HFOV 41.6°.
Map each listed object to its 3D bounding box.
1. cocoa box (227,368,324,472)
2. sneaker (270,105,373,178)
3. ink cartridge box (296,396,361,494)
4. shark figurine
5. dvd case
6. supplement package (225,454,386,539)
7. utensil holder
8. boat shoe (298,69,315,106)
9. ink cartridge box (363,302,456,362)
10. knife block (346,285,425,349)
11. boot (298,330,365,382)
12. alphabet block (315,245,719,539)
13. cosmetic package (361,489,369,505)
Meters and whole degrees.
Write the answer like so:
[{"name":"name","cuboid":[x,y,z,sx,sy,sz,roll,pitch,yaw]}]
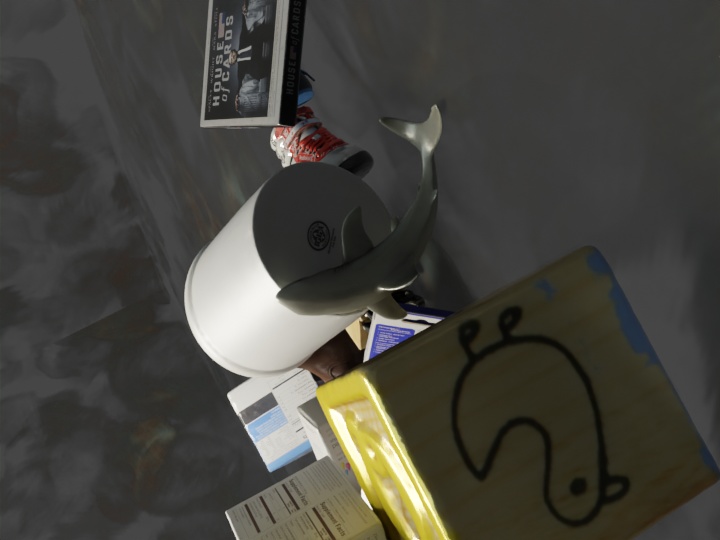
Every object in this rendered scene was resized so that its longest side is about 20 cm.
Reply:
[{"name":"cocoa box","cuboid":[-0.087,0.202,1.428,0.132,0.132,0.200,59,-170,9]},{"name":"sneaker","cuboid":[-0.051,-0.133,1.050,0.109,0.067,0.201,61,166,-1]},{"name":"ink cartridge box","cuboid":[0.023,0.244,1.249,0.087,0.144,0.202,25,138,64]},{"name":"shark figurine","cuboid":[0.037,-0.028,0.833,0.127,0.216,0.089,32,-178,-23]},{"name":"dvd case","cuboid":[-0.118,-0.228,1.011,0.199,0.024,0.153,11,98,56]},{"name":"supplement package","cuboid":[-0.018,0.295,0.828,0.202,0.110,0.156,68,167,-16]},{"name":"utensil holder","cuboid":[-0.075,0.001,0.975,0.172,0.169,0.200,61,147,7]},{"name":"boat shoe","cuboid":[-0.111,-0.211,1.095,0.200,0.083,0.070,6,118,68]},{"name":"ink cartridge box","cuboid":[0.055,0.074,0.990,0.201,0.093,0.038,99,180,-65]},{"name":"knife block","cuboid":[0.000,0.000,1.100,0.201,0.063,0.177,54,160,31]},{"name":"boot","cuboid":[-0.042,0.172,1.284,0.064,0.185,0.203,6,119,63]},{"name":"alphabet block","cuboid":[0.105,0.122,0.719,0.197,0.198,0.196,61,163,6]},{"name":"cosmetic package","cuboid":[0.051,0.308,1.066,0.073,0.101,0.203,14,105,37]}]
